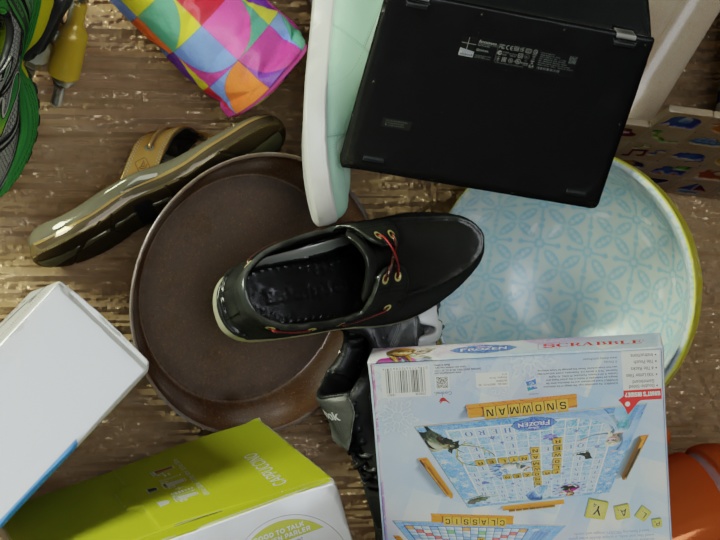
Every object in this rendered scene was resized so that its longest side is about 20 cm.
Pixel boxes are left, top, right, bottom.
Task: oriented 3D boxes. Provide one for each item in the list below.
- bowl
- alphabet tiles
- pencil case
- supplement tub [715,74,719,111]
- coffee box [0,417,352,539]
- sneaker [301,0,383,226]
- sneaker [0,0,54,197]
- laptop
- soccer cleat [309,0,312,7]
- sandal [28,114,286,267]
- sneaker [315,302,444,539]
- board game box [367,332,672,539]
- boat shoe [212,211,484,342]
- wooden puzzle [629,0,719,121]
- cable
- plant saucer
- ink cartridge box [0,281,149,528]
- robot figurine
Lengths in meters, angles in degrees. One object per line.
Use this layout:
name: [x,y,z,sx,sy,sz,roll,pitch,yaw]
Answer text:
bowl: [0.159,0.012,1.623,0.200,0.108,0.201,1,93,24]
alphabet tiles: [0.250,-0.082,1.631,0.200,0.167,0.008,6,74,-14]
pencil case: [-0.126,-0.199,1.575,0.088,0.088,0.200,-46,102,-11]
supplement tub: [0.342,-0.190,1.665,0.144,0.144,0.200,9,88,-15]
coffee box: [-0.106,0.233,1.484,0.200,0.200,0.198,-19,102,-13]
sneaker: [0.021,-0.125,1.547,0.118,0.074,0.201,6,79,-2]
sneaker: [-0.259,-0.124,1.505,0.078,0.085,0.200,18,121,10]
laptop: [0.089,-0.167,1.533,0.187,0.116,0.200,9,115,-16]
soccer cleat: [0.015,-0.149,1.623,0.078,0.069,0.200,-33,91,-7]
sandal: [-0.145,-0.066,1.580,0.200,0.080,0.054,-26,72,-8]
sneaker: [0.008,0.108,1.604,0.090,0.066,0.200,-2,98,-29]
board game box: [0.112,0.147,1.550,0.200,0.041,0.200,-3,102,6]
boat shoe: [0.001,0.003,1.542,0.201,0.063,0.074,-14,85,-23]
wooden puzzle: [0.161,-0.223,1.603,0.200,0.046,0.185,32,85,2]
cable: [-0.199,-0.209,1.530,0.097,0.050,0.200,35,113,0]
plant saucer: [-0.077,0.015,1.586,0.200,0.034,0.201,-7,103,-31]
ink cartridge box: [-0.226,0.088,1.486,0.086,0.200,0.146,45,79,-9]
robot figurine: [0.223,0.197,1.649,0.200,0.144,0.117,-20,129,-14]
